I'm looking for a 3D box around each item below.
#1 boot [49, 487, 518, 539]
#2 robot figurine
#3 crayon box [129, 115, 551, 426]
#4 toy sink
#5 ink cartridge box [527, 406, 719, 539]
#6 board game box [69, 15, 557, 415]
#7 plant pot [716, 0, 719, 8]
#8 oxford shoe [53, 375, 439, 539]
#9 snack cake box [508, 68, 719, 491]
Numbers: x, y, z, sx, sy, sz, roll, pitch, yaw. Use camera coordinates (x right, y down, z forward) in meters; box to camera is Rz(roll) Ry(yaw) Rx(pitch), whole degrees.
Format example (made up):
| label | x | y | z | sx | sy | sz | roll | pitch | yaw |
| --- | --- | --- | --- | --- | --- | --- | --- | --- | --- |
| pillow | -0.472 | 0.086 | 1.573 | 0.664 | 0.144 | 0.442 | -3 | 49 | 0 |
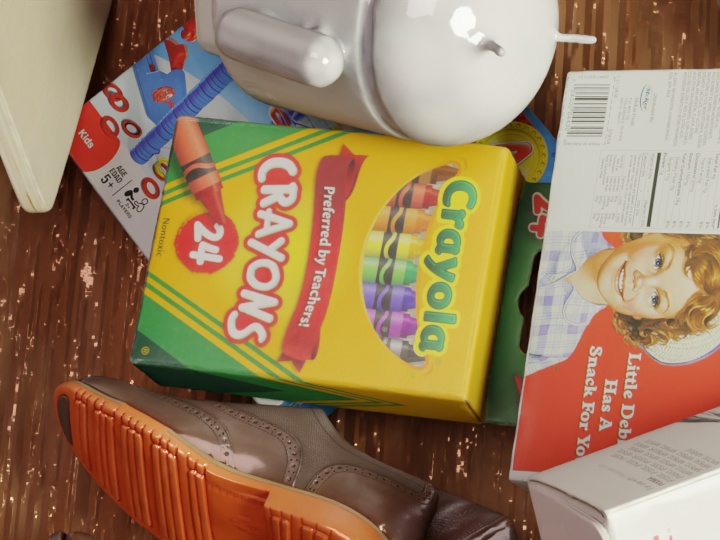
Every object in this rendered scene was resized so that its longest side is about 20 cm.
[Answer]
| label | x | y | z | sx | sy | sz | roll | pitch | yaw |
| --- | --- | --- | --- | --- | --- | --- | --- | --- | --- |
| boot | -0.029 | 0.150 | 1.299 | 0.200 | 0.064 | 0.186 | -36 | 69 | -1 |
| robot figurine | 0.011 | -0.123 | 1.264 | 0.200 | 0.170 | 0.113 | 17 | 122 | 39 |
| crayon box | 0.000 | 0.000 | 1.280 | 0.200 | 0.051 | 0.127 | 5 | 75 | 15 |
| toy sink | -0.206 | -0.132 | 1.344 | 0.112 | 0.130 | 0.200 | -5 | 42 | 12 |
| ink cartridge box | 0.185 | 0.127 | 1.125 | 0.200 | 0.083 | 0.147 | -18 | 104 | -17 |
| board game box | -0.020 | -0.053 | 1.357 | 0.196 | 0.056 | 0.200 | -39 | 69 | 1 |
| plant pot | 0.243 | -0.160 | 1.271 | 0.134 | 0.200 | 0.200 | -38 | 64 | 39 |
| oxford shoe | -0.056 | 0.094 | 1.282 | 0.200 | 0.071 | 0.073 | 25 | 47 | 23 |
| snack cake box | 0.144 | 0.010 | 1.233 | 0.115 | 0.067 | 0.200 | 2 | 75 | 29 |
